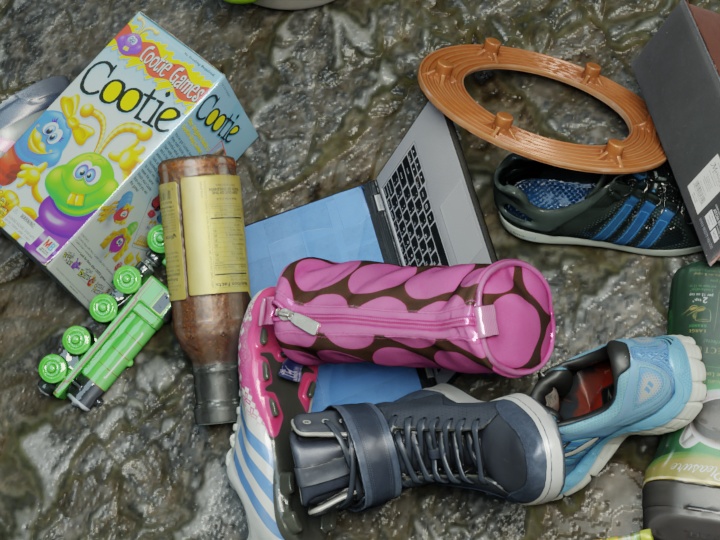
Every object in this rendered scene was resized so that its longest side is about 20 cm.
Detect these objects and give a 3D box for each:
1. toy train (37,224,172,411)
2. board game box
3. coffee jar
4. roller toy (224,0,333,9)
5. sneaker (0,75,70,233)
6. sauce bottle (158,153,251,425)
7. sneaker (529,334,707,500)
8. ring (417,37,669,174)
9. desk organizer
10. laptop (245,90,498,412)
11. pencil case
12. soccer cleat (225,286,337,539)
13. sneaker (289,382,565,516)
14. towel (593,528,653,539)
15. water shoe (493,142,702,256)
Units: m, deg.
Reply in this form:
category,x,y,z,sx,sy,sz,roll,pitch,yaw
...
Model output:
category,x,y,z,sx,sy,sz,roll,pitch,yaw
toy train,-0.175,0.027,1.250,0.056,0.042,0.200,39,85,5
board game box,-0.194,-0.085,1.267,0.103,0.105,0.200,38,80,24
coffee jar,0.253,0.100,1.100,0.103,0.085,0.201,8,69,14
roller toy,-0.058,-0.316,1.312,0.199,0.140,0.183,-25,75,-1
sneaker,-0.302,-0.075,1.318,0.200,0.070,0.082,-41,82,-3
sauce bottle,-0.115,0.015,1.206,0.065,0.066,0.202,-4,89,11
sneaker,0.138,0.093,1.089,0.200,0.089,0.079,-42,46,41
ring,0.139,-0.127,1.181,0.199,0.019,0.201,13,29,-7
desk organizer,0.268,-0.095,1.134,0.076,0.072,0.201,12,45,-26
laptop,0.000,0.000,1.186,0.115,0.200,0.188,-4,63,-26
pencil case,0.030,0.032,1.087,0.199,0.093,0.092,-2,79,38
soccer cleat,-0.071,0.114,1.167,0.086,0.070,0.202,-24,65,43
sneaker,0.036,0.126,1.060,0.145,0.202,0.078,-10,95,-24
towel,0.105,0.210,1.089,0.198,0.086,0.018,-9,50,10
water shoe,0.197,-0.054,1.179,0.198,0.079,0.072,-4,67,11
